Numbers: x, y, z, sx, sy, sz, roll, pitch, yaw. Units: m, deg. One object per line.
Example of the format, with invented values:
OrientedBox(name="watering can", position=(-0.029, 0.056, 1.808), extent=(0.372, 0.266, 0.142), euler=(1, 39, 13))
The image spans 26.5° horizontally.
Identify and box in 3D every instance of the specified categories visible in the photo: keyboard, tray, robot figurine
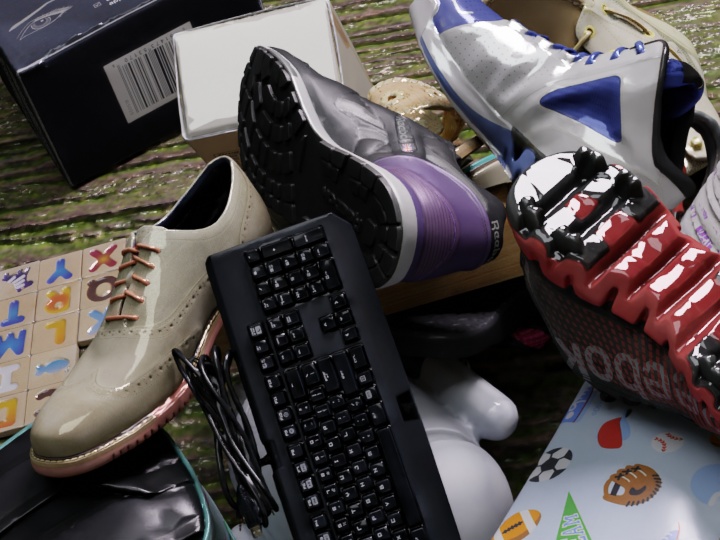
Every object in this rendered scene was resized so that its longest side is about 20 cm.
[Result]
OrientedBox(name="keyboard", position=(-0.023, 0.079, 0.711), extent=(0.103, 0.040, 0.202), euler=(-21, 79, 3))
OrientedBox(name="tray", position=(0.000, 0.000, 0.863), extent=(0.198, 0.037, 0.099), euler=(-16, 12, 9))
OrientedBox(name="robot figurine", position=(0.004, 0.114, 0.801), extent=(0.170, 0.113, 0.200), euler=(-44, 44, -5))

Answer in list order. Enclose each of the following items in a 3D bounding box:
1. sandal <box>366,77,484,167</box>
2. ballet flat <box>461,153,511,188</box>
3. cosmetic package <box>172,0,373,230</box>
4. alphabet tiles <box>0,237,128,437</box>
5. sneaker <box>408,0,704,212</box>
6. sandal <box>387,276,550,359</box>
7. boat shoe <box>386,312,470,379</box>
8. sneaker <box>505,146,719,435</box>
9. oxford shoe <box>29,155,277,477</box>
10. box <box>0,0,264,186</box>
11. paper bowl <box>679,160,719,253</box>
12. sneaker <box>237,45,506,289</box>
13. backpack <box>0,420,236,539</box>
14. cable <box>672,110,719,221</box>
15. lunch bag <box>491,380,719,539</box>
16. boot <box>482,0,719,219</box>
OrientedBox(name="sandal", position=(0.027, -0.082, 0.936), extent=(0.077, 0.070, 0.212), euler=(-34, 0, 5))
OrientedBox(name="ballet flat", position=(0.104, -0.053, 0.970), extent=(0.069, 0.070, 0.199), euler=(20, 40, 36))
OrientedBox(name="cosmetic package", position=(-0.041, -0.093, 0.980), extent=(0.104, 0.200, 0.072), euler=(-11, 73, 7))
OrientedBox(name="alphabet tiles", position=(-0.223, 0.048, 1.046), extent=(0.198, 0.008, 0.168), euler=(-14, 41, 5))
OrientedBox(name="sneaker", position=(0.121, -0.093, 0.833), extent=(0.115, 0.080, 0.200), euler=(-38, 61, 12))
OrientedBox(name="sandal", position=(0.075, 0.028, 0.870), extent=(0.074, 0.046, 0.199), euler=(4, 17, 32))
OrientedBox(name="boat shoe", position=(0.009, 0.012, 0.952), extent=(0.074, 0.062, 0.201), euler=(-22, 40, -4))
OrientedBox(name="sneaker", position=(0.146, 0.031, 0.695), extent=(0.071, 0.098, 0.200), euler=(-36, 58, -21))
OrientedBox(name="oxford shoe", position=(-0.110, 0.019, 0.770), extent=(0.070, 0.074, 0.201), euler=(0, 38, 31))
OrientedBox(name="box", position=(-0.196, -0.199, 1.225), extent=(0.195, 0.118, 0.200), euler=(-29, 42, -11))
OrientedBox(name="paper bowl", position=(0.251, 0.021, 0.774), extent=(0.199, 0.105, 0.201), euler=(26, 24, -12))
OrientedBox(name="sneaker", position=(0.003, -0.055, 0.817), extent=(0.087, 0.076, 0.200), euler=(-3, 36, -32))
OrientedBox(name="backpack", position=(-0.151, 0.173, 0.764), extent=(0.200, 0.154, 0.176), euler=(-41, 43, -9))
OrientedBox(name="cable", position=(0.172, -0.009, 0.868), extent=(0.096, 0.050, 0.202), euler=(-14, 83, 0))
OrientedBox(name="lunch bag", position=(0.170, 0.147, 0.686), extent=(0.198, 0.125, 0.171), euler=(4, 44, 36))
OrientedBox(name="boot", position=(0.157, -0.107, 0.944), extent=(0.072, 0.199, 0.156), euler=(-48, 39, 32))
